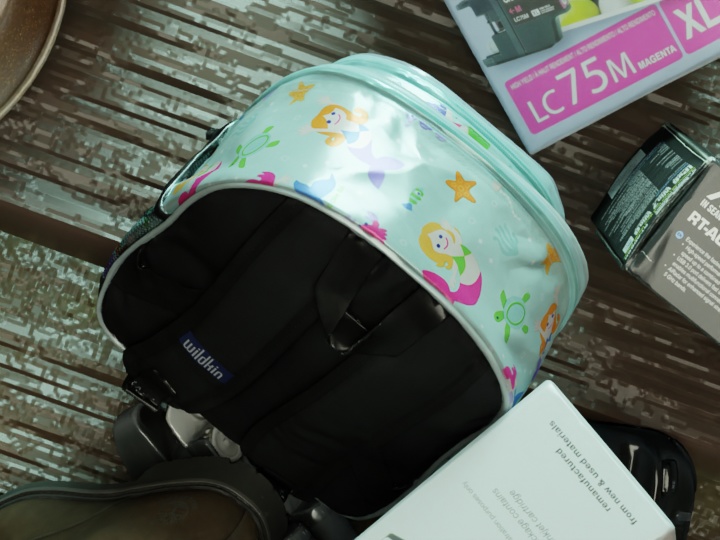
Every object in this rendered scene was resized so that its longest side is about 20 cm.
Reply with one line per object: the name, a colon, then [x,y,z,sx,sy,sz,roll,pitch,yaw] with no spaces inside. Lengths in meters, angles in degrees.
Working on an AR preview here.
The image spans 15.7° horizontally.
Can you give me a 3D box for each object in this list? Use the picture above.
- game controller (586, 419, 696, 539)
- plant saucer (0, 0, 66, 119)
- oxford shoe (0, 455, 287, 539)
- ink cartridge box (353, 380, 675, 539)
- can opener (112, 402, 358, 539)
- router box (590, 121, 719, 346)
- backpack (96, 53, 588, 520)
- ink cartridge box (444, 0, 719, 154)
game controller: [0.092,0.167,1.211,0.104,0.042,0.201,10,98,-15]
plant saucer: [-0.228,-0.143,1.167,0.199,0.037,0.201,0,99,-1]
oxford shoe: [-0.133,0.139,1.163,0.200,0.084,0.073,-21,111,33]
ink cartridge box: [0.032,0.154,1.083,0.200,0.145,0.084,-39,71,-4]
can opener: [-0.033,0.131,1.213,0.066,0.053,0.200,-32,98,39]
router box: [0.199,0.025,1.141,0.200,0.150,0.062,38,96,-6]
backpack: [0.000,0.000,1.110,0.177,0.200,0.151,39,63,-5]
ink cartridge box: [0.080,-0.166,1.153,0.119,0.042,0.200,-27,96,19]
